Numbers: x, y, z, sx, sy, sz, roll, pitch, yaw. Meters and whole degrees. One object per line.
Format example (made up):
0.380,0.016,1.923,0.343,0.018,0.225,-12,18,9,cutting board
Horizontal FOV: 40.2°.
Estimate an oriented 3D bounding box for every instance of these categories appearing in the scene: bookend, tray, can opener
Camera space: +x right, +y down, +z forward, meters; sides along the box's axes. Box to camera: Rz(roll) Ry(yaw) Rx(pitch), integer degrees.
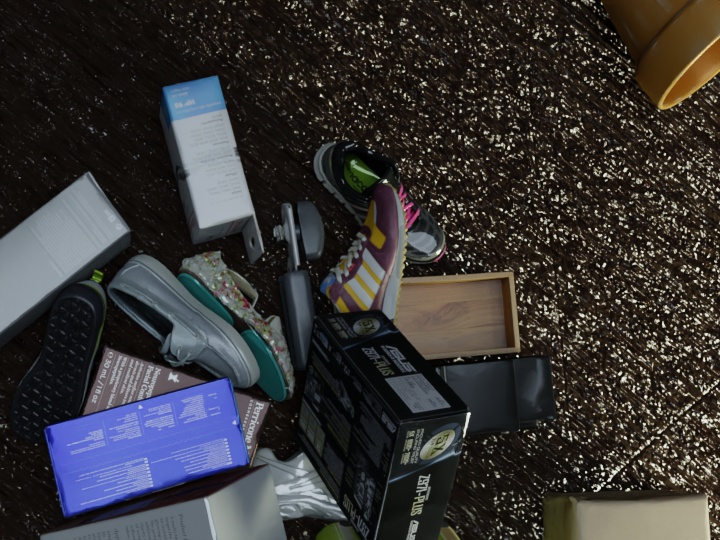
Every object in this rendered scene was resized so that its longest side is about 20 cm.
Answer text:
0.149,0.149,1.127,0.196,0.199,0.094,-4,85,-15,bookend
0.095,0.058,1.209,0.196,0.037,0.101,-3,84,-15,tray
-0.067,0.016,1.166,0.065,0.053,0.204,-4,84,-15,can opener

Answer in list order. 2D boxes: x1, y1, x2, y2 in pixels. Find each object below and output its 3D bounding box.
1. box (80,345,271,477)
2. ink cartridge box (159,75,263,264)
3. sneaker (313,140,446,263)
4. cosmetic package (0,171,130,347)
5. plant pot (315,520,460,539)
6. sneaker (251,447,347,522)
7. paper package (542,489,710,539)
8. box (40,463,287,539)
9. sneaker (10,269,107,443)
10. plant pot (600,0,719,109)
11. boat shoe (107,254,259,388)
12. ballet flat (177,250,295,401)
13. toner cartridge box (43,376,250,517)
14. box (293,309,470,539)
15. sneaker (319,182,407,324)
-0.209,0.163,1.104,0.197,0.075,0.102,20,79,-12,box
-0.172,-0.103,1.122,0.065,0.116,0.204,-14,86,-15,ink cartridge box
0.029,-0.084,1.183,0.200,0.087,0.074,43,76,-5,sneaker
-0.350,-0.006,1.073,0.199,0.107,0.091,-38,93,-17,cosmetic package
0.041,0.383,1.049,0.196,0.199,0.185,5,100,-15,plant pot
-0.038,0.241,1.136,0.196,0.078,0.101,8,76,-15,sneaker
0.325,0.371,1.193,0.187,0.103,0.204,1,82,-13,paper package
-0.195,0.284,1.010,0.197,0.152,0.108,-16,86,18,box
-0.320,0.097,1.086,0.071,0.083,0.202,26,104,-7,sneaker
0.403,-0.345,1.265,0.199,0.201,0.184,-35,76,-15,plant pot
-0.203,0.072,1.109,0.200,0.070,0.072,43,51,1,boat shoe
-0.130,0.057,1.140,0.201,0.075,0.064,52,51,-7,ballet flat
-0.223,0.184,1.040,0.196,0.043,0.097,-13,89,-14,toner cartridge box
0.016,0.163,1.035,0.085,0.200,0.167,-4,119,-28,box
0.000,0.000,1.123,0.088,0.075,0.204,3,96,-10,sneaker
